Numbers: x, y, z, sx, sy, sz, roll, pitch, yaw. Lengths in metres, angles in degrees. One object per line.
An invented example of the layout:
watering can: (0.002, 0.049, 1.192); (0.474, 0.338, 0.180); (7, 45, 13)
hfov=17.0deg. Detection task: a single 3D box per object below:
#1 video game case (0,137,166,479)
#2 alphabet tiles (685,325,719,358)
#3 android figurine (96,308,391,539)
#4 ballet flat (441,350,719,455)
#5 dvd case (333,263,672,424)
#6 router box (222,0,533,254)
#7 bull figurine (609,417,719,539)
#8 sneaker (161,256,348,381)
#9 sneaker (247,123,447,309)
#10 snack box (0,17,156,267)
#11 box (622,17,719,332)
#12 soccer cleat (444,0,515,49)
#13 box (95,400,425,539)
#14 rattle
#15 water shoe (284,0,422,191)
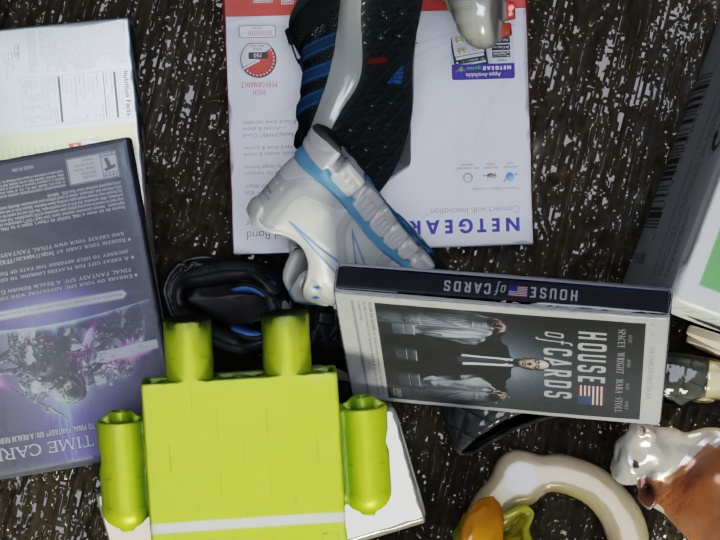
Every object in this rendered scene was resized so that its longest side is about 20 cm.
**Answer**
video game case: (-0.197, 0.026, 1.539); (0.142, 0.019, 0.202); (-10, 94, 10)
alphabet tiles: (0.301, 0.075, 1.504); (0.195, 0.199, 0.015); (26, 86, -41)
android figurine: (-0.071, 0.125, 1.480); (0.180, 0.041, 0.202); (-5, 98, -2)
ballet flat: (0.152, 0.086, 1.569); (0.198, 0.067, 0.057); (-6, 72, 6)
dvd case: (0.088, 0.046, 1.469); (0.198, 0.151, 0.025); (5, 62, 8)
router box: (0.012, -0.103, 1.572); (0.198, 0.049, 0.181); (-3, 91, -2)
bull figurine: (0.252, 0.153, 1.557); (0.121, 0.065, 0.200); (-33, 105, 16)
sneaker: (-0.031, 0.035, 1.541); (0.198, 0.112, 0.074); (7, 92, -2)
sneaker: (0.000, 0.000, 1.500); (0.086, 0.075, 0.200); (-39, 122, 5)
snack box: (-0.197, -0.059, 1.572); (0.115, 0.037, 0.202); (-5, 91, 1)
box: (0.285, -0.046, 1.506); (0.170, 0.200, 0.200); (20, 91, -3)
soccer cleat: (0.056, -0.205, 1.518); (0.077, 0.201, 0.070); (-5, 132, 3)
box: (-0.064, 0.148, 1.553); (0.198, 0.095, 0.078); (-16, 92, -3)
rattle: (0.160, 0.196, 1.541); (0.199, 0.143, 0.131); (33, 71, 4)
water shoe: (-0.009, -0.130, 1.518); (0.071, 0.079, 0.201); (-2, 115, -38)
